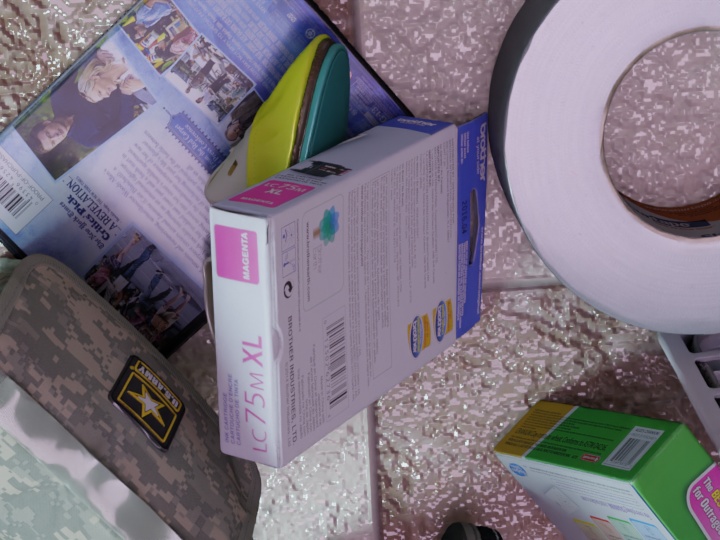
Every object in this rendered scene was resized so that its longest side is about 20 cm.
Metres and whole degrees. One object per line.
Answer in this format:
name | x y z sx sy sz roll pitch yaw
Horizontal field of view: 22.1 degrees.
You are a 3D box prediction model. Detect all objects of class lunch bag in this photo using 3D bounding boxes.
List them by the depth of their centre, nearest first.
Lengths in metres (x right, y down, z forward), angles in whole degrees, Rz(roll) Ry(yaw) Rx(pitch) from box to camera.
lunch bag | -0.136 0.083 0.866 0.118 0.200 0.164 -47 104 -13

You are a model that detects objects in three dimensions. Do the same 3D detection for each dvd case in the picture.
dvd case | -0.089 -0.059 0.932 0.200 0.018 0.143 -42 105 7

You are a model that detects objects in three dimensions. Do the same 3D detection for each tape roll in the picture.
tape roll | 0.165 -0.074 0.921 0.198 0.066 0.203 -1 106 -4

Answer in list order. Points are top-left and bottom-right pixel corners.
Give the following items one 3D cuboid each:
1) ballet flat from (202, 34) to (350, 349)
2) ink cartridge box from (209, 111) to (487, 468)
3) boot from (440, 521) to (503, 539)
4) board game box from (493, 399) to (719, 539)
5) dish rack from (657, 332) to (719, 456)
ballet flat | -0.045 -0.017 0.909 0.066 0.067 0.202 8 108 17
ink cartridge box | 0.000 0.000 0.883 0.042 0.199 0.121 12 114 31
boot | 0.112 0.227 1.000 0.152 0.074 0.206 -2 110 -6
board game box | 0.171 0.157 0.940 0.040 0.153 0.200 -44 105 -15
dish rack | 0.260 0.059 0.914 0.198 0.172 0.044 -12 119 -2
